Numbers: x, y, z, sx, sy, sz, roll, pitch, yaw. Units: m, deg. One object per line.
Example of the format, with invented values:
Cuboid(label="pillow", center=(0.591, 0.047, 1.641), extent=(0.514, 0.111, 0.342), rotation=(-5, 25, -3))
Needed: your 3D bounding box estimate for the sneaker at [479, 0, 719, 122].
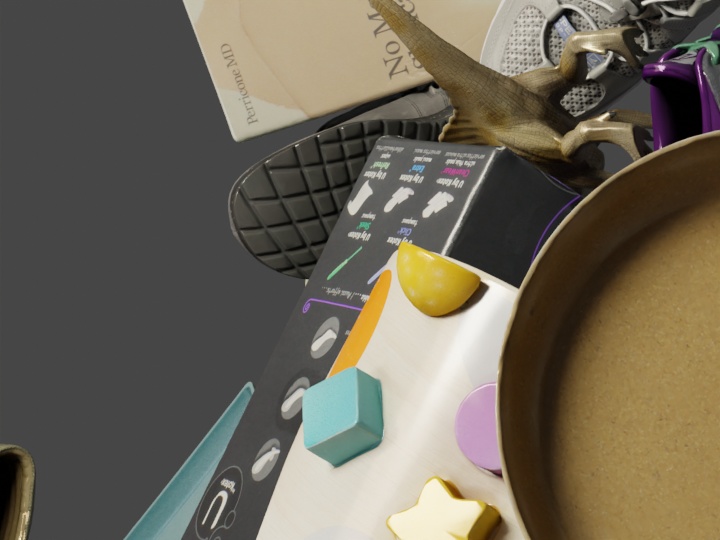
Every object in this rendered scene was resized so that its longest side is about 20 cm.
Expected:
Cuboid(label="sneaker", center=(0.120, -0.130, 1.102), extent=(0.200, 0.075, 0.082), rotation=(-47, 3, 22))

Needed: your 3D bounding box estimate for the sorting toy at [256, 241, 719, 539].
Cuboid(label="sorting toy", center=(0.037, 0.104, 0.907), extent=(0.200, 0.107, 0.180), rotation=(28, 81, 23))

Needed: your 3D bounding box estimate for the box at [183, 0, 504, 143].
Cuboid(label="box", center=(0.025, -0.136, 1.206), extent=(0.200, 0.095, 0.078), rotation=(-18, 11, 15))

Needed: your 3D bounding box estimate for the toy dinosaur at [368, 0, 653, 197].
Cuboid(label="toy dinosaur", center=(0.072, -0.062, 1.069), extent=(0.101, 0.200, 0.058), rotation=(-12, 56, 33))

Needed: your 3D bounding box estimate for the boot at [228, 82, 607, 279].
Cuboid(label="boot", center=(0.006, -0.046, 1.206), extent=(0.132, 0.200, 0.070), rotation=(4, 110, 60))

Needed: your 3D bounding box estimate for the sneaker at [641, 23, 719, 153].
Cuboid(label="sneaker", center=(0.164, -0.089, 1.030), extent=(0.074, 0.088, 0.200), rotation=(-4, 60, 59))

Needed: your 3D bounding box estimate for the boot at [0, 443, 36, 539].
Cuboid(label="boot", center=(-0.269, 0.187, 1.532), extent=(0.155, 0.072, 0.200), rotation=(3, 65, 58))

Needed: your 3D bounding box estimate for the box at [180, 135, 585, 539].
Cuboid(label="box", center=(0.033, 0.059, 1.067), extent=(0.106, 0.122, 0.200), rotation=(11, 72, 62))

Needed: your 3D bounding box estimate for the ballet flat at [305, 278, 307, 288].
Cuboid(label="ballet flat", center=(0.000, 0.000, 1.264), extent=(0.200, 0.069, 0.071), rotation=(-123, 41, -69))

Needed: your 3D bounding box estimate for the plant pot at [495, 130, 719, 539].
Cuboid(label="plant pot", center=(0.141, 0.051, 0.836), extent=(0.027, 0.200, 0.200), rotation=(105, -174, -72))

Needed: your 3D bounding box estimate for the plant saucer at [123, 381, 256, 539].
Cuboid(label="plant saucer", center=(-0.103, 0.151, 1.334), extent=(0.200, 0.019, 0.070), rotation=(-51, 27, 16))
